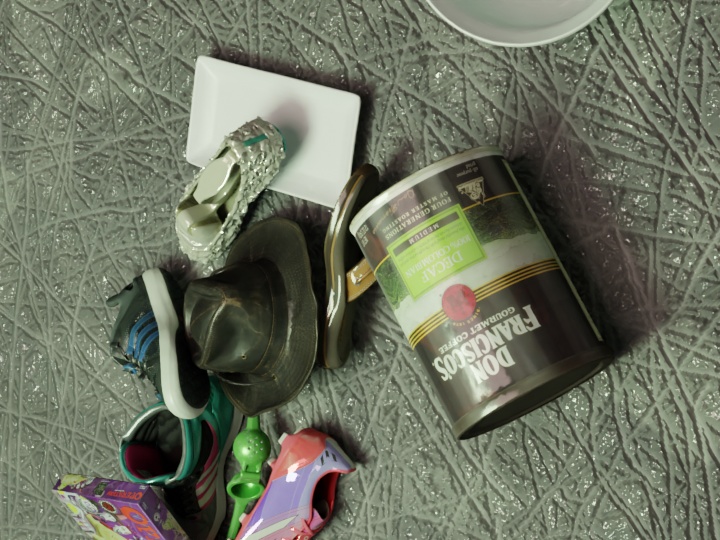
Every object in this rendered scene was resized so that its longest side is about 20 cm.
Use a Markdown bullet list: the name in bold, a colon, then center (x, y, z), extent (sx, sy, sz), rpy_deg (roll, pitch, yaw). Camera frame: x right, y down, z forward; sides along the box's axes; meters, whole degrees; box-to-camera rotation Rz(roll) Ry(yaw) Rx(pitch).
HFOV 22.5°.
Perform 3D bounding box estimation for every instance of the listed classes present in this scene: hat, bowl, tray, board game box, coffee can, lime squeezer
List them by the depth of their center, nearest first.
- **bowl**: center (0.139, -0.278, 1.442), extent (0.200, 0.090, 0.202), rpy_deg (2, 96, 20)
- **coffee can**: center (0.099, 0.019, 1.499), extent (0.146, 0.146, 0.200), rpy_deg (-37, 75, 35)
- **hat**: center (-0.117, 0.040, 1.671), extent (0.200, 0.081, 0.201), rpy_deg (-15, 72, 57)
- **tray**: center (-0.079, -0.131, 1.691), extent (0.200, 0.022, 0.108), rpy_deg (18, 109, 34)
- **lime squeezer**: center (-0.113, 0.185, 1.742), extent (0.071, 0.038, 0.201), rpy_deg (35, 121, 57)
- **board game box**: center (-0.207, 0.276, 1.777), extent (0.120, 0.032, 0.200), rpy_deg (-1, 134, 35)

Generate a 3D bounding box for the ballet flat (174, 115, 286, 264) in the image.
- **ballet flat**: center (-0.138, -0.071, 1.695), extent (0.072, 0.072, 0.200), rpy_deg (54, 136, 18)

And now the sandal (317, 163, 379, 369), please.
- **sandal**: center (0.000, 0.000, 1.619), extent (0.054, 0.082, 0.201), rpy_deg (14, 109, 14)

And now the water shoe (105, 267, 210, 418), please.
- **water shoe**: center (-0.197, 0.082, 1.736), extent (0.079, 0.072, 0.200), rpy_deg (-29, 37, 9)

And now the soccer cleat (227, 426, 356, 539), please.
- **soccer cleat**: center (-0.070, 0.241, 1.718), extent (0.076, 0.067, 0.200), rpy_deg (34, 113, 24)

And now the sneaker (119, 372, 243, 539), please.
- **sneaker**: center (-0.182, 0.201, 1.759), extent (0.083, 0.121, 0.201), rpy_deg (23, 111, 32)
